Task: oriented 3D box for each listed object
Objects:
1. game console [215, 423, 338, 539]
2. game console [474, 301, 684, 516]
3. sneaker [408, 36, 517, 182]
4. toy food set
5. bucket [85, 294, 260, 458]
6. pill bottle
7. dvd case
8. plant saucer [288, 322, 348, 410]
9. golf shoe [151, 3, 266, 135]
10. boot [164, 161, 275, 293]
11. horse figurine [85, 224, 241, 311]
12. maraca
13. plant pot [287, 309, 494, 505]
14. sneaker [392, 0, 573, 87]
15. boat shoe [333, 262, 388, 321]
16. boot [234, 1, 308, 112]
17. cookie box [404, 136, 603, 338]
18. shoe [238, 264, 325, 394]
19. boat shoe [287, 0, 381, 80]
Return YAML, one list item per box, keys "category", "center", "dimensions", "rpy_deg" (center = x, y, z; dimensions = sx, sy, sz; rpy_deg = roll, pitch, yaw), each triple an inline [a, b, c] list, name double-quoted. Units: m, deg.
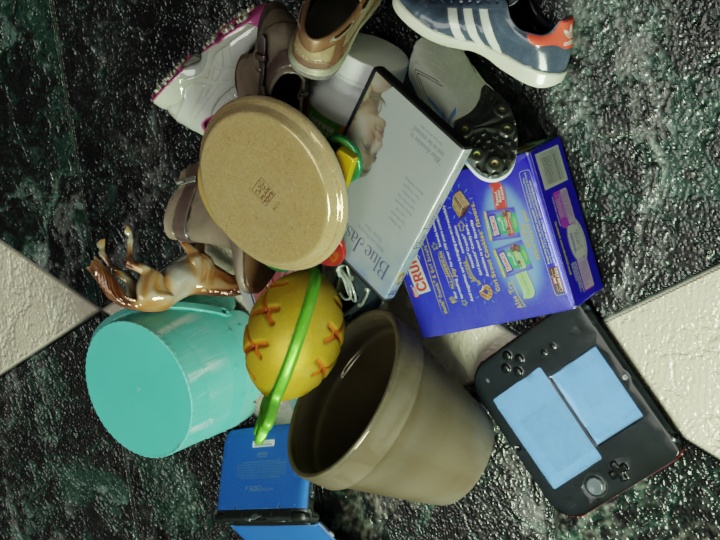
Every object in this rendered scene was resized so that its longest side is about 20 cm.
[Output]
- category: "game console"
  center: [-0.079, 0.285, 1.959]
  dimensions: [0.200, 0.118, 0.172]
  rpy_deg: [-12, 67, 52]
- category: "game console"
  center: [0.228, 0.151, 1.705]
  dimensions: [0.177, 0.031, 0.201]
  rpy_deg: [-39, 82, 38]
- category: "sneaker"
  center: [0.107, -0.160, 1.633]
  dimensions: [0.073, 0.071, 0.201]
  rpy_deg: [86, 163, -52]
- category: "toy food set"
  center: [-0.088, -0.089, 1.666]
  dimensions: [0.198, 0.049, 0.201]
  rpy_deg: [36, 129, 18]
- category: "bucket"
  center: [-0.233, 0.125, 1.966]
  dimensions: [0.206, 0.135, 0.208]
  rpy_deg: [13, 113, 33]
- category: "pill bottle"
  center: [-0.016, -0.150, 1.727]
  dimensions: [0.111, 0.111, 0.201]
  rpy_deg: [33, 122, 23]
- category: "dvd case"
  center: [0.023, -0.088, 1.633]
  dimensions: [0.143, 0.017, 0.201]
  rpy_deg: [44, 124, 27]
- category: "plant saucer"
  center: [-0.026, 0.136, 1.880]
  dimensions: [0.200, 0.039, 0.202]
  rpy_deg: [14, 114, 33]
- category: "golf shoe"
  center: [-0.153, -0.231, 1.837]
  dimensions: [0.092, 0.075, 0.200]
  rpy_deg: [47, 129, -12]
- category: "boot"
  center: [-0.161, -0.053, 1.830]
  dimensions: [0.145, 0.201, 0.070]
  rpy_deg: [-6, 140, 27]
- category: "horse figurine"
  center: [-0.232, -0.003, 1.904]
  dimensions: [0.133, 0.199, 0.050]
  rpy_deg: [63, 151, 10]
- category: "maraca"
  center: [-0.080, 0.092, 1.734]
  dimensions: [0.106, 0.137, 0.201]
  rpy_deg: [19, 94, -3]
- category: "plant pot"
  center: [0.045, 0.171, 1.737]
  dimensions: [0.173, 0.201, 0.200]
  rpy_deg: [31, 132, -23]
- category: "sneaker"
  center: [0.128, -0.263, 1.610]
  dimensions: [0.199, 0.075, 0.085]
  rpy_deg: [26, 121, 16]
- category: "boat shoe"
  center: [0.000, 0.000, 1.747]
  dimensions: [0.200, 0.061, 0.075]
  rpy_deg: [109, 145, -63]
- category: "boot"
  center: [-0.095, -0.190, 1.737]
  dimensions: [0.147, 0.070, 0.201]
  rpy_deg: [-102, 14, -45]
- category: "cookie box"
  center: [0.135, -0.033, 1.680]
  dimensions: [0.199, 0.075, 0.172]
  rpy_deg: [-13, 98, 38]
- category: "shoe"
  center: [-0.077, 0.043, 1.837]
  dimensions: [0.091, 0.071, 0.201]
  rpy_deg: [-48, 52, 33]
- category: "boat shoe"
  center: [-0.015, -0.291, 1.639]
  dimensions: [0.075, 0.201, 0.072]
  rpy_deg: [17, 155, 3]
